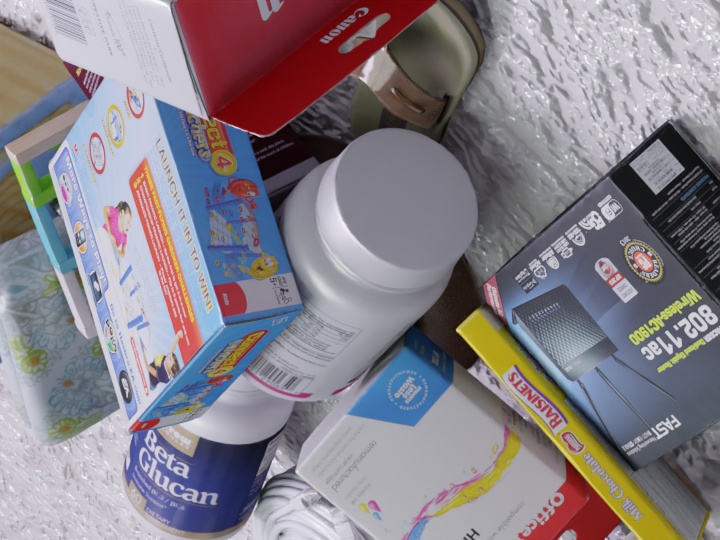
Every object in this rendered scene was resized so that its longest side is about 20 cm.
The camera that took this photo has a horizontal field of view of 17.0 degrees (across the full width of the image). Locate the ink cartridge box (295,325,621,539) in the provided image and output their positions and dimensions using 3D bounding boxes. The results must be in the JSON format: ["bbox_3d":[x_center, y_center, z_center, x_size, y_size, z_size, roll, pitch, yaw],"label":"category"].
[{"bbox_3d":[0.070,0.146,1.599,0.200,0.116,0.067,40,-169,-6],"label":"ink cartridge box"}]

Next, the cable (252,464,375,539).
[{"bbox_3d":[-0.003,0.238,1.917,0.200,0.069,0.200,57,152,-14],"label":"cable"}]

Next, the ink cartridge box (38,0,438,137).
[{"bbox_3d":[-0.053,-0.180,1.337,0.175,0.200,0.084,24,144,38],"label":"ink cartridge box"}]

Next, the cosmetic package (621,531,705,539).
[{"bbox_3d":[0.192,0.298,1.598,0.200,0.166,0.167,46,152,9],"label":"cosmetic package"}]

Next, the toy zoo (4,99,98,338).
[{"bbox_3d":[-0.168,-0.037,1.754,0.020,0.131,0.200,38,154,49],"label":"toy zoo"}]

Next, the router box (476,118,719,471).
[{"bbox_3d":[0.169,0.020,1.402,0.150,0.062,0.200,48,152,2],"label":"router box"}]

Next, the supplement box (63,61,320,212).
[{"bbox_3d":[-0.117,-0.106,1.631,0.200,0.061,0.109,53,149,15],"label":"supplement box"}]

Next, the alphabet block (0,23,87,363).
[{"bbox_3d":[-0.317,-0.068,1.868,0.200,0.196,0.196,27,143,37],"label":"alphabet block"}]

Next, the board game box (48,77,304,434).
[{"bbox_3d":[-0.123,-0.024,1.542,0.196,0.056,0.201,-44,60,57],"label":"board game box"}]

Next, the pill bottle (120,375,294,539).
[{"bbox_3d":[-0.113,0.111,1.856,0.111,0.111,0.200,40,136,19],"label":"pill bottle"}]

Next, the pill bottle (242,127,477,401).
[{"bbox_3d":[-0.009,-0.003,1.516,0.113,0.113,0.200,48,147,3],"label":"pill bottle"}]

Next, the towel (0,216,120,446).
[{"bbox_3d":[-0.195,0.027,1.830,0.048,0.171,0.200,41,153,37],"label":"towel"}]

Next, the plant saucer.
[{"bbox_3d":[0.000,0.000,1.657,0.200,0.037,0.201,35,149,25],"label":"plant saucer"}]

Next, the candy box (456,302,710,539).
[{"bbox_3d":[0.142,0.097,1.512,0.026,0.102,0.200,-42,87,19],"label":"candy box"}]

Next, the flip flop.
[{"bbox_3d":[0.021,-0.116,1.454,0.081,0.058,0.200,40,151,12],"label":"flip flop"}]
